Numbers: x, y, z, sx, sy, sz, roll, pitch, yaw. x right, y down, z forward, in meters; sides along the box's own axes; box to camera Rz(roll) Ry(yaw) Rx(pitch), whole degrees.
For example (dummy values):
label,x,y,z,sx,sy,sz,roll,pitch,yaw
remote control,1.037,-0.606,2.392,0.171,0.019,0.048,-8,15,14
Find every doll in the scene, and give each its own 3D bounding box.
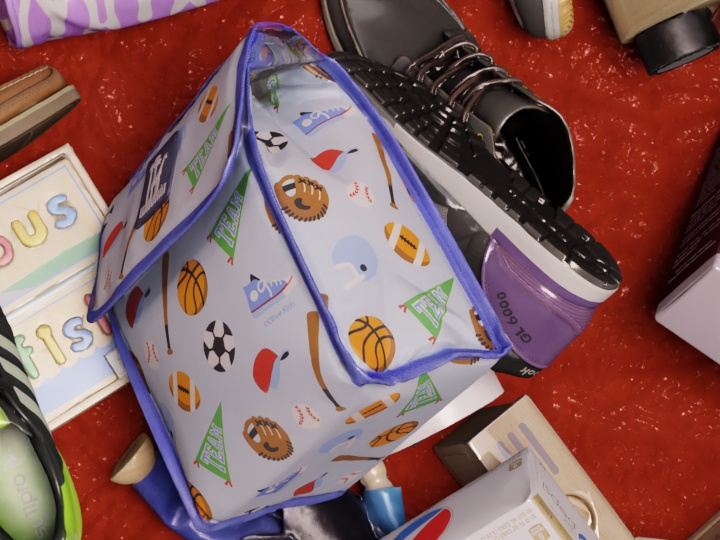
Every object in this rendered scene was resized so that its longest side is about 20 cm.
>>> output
label,x,y,z,sx,sy,sz,roll,pitch,yaw
doll,-0.040,0.150,0.910,0.200,0.048,0.137,39,85,-7

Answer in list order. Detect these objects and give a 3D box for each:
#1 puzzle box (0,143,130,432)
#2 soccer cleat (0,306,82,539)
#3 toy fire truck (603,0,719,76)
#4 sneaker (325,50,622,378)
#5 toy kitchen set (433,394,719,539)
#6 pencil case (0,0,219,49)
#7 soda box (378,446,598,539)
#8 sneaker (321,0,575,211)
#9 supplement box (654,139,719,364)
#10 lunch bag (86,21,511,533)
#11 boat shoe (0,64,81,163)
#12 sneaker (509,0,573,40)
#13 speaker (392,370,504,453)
label,x,y,z,sx,sy,sz,roll,pitch,yaw
puzzle box,-0.209,0.036,0.903,0.200,0.025,0.133,-33,89,-14
soccer cleat,-0.196,0.061,0.847,0.067,0.081,0.200,-29,88,-14
toy fire truck,0.247,-0.209,0.988,0.200,0.176,0.129,-16,84,-56
sneaker,0.033,-0.028,0.861,0.200,0.076,0.088,46,114,21
toy kitchen set,0.186,0.104,0.905,0.200,0.163,0.181,-38,91,-15
pencil case,-0.112,-0.184,0.925,0.200,0.085,0.084,-21,91,-13
soda box,0.024,0.177,0.854,0.200,0.064,0.068,-34,103,13
sneaker,0.055,-0.110,0.937,0.075,0.106,0.200,-35,90,-14
supplement box,0.248,-0.023,0.947,0.109,0.061,0.200,34,48,-6
lunch bag,-0.049,0.002,0.835,0.124,0.170,0.200,-7,64,-42
boat shoe,-0.247,-0.066,0.886,0.200,0.072,0.068,-31,90,-14
sneaker,0.060,-0.219,0.982,0.088,0.076,0.200,-23,84,2
speaker,0.000,0.000,0.924,0.081,0.081,0.200,-27,87,-14
